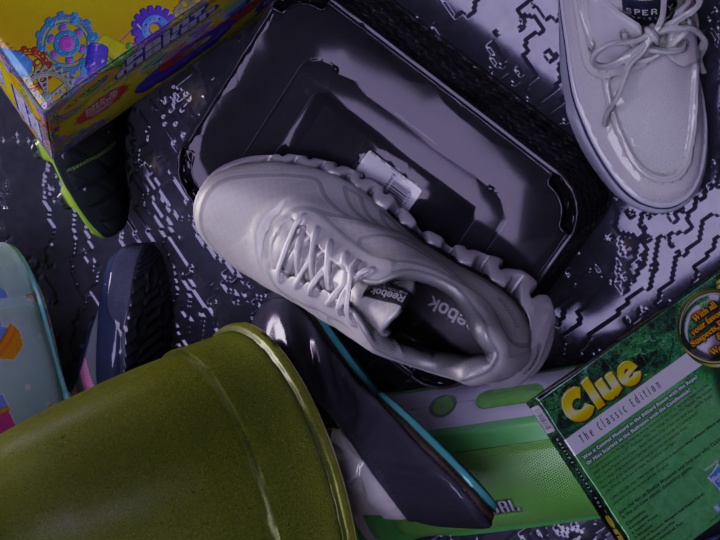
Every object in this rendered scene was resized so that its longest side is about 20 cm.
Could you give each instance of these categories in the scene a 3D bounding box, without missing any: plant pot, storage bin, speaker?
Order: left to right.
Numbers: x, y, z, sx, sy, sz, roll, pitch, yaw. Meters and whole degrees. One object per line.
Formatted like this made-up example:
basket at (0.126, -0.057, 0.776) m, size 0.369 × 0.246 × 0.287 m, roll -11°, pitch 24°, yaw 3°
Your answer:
plant pot at (-0.127, 0.147, 1.064) m, size 0.191 × 0.200 × 0.202 m, roll -14°, pitch 96°, yaw -24°
storage bin at (0.019, -0.049, 1.123) m, size 0.199 × 0.094 × 0.136 m, roll 38°, pitch 108°, yaw 10°
speaker at (0.081, 0.098, 1.130) m, size 0.198 × 0.088 × 0.089 m, roll -10°, pitch 96°, yaw 20°

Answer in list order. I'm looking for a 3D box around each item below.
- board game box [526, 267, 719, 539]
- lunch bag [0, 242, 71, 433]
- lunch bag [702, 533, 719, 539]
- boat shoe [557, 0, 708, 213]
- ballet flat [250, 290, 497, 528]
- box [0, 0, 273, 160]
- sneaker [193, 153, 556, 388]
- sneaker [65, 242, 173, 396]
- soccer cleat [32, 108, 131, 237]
board game box at (0.192, 0.055, 1.062) m, size 0.199 × 0.023 × 0.105 m, roll -33°, pitch 90°, yaw -15°
lunch bag at (-0.233, 0.097, 1.204) m, size 0.160 × 0.077 × 0.202 m, roll -25°, pitch 77°, yaw 48°
lunch bag at (0.252, 0.188, 1.060) m, size 0.199 × 0.136 × 0.133 m, roll -25°, pitch 91°, yaw 19°
boat shoe at (0.143, -0.129, 1.063) m, size 0.074 × 0.086 × 0.204 m, roll -10°, pitch 93°, yaw -9°
ballet flat at (-0.006, 0.084, 1.085) m, size 0.200 × 0.073 × 0.073 m, roll 47°, pitch 114°, yaw 41°
box at (-0.136, -0.201, 1.091) m, size 0.199 × 0.122 × 0.193 m, roll -35°, pitch 86°, yaw -11°
sneaker at (0.000, 0.000, 1.047) m, size 0.199 × 0.081 × 0.076 m, roll 25°, pitch 108°, yaw 15°
sneaker at (-0.159, 0.079, 1.216) m, size 0.081 × 0.070 × 0.202 m, roll 11°, pitch 100°, yaw 18°
soccer cleat at (-0.152, -0.121, 1.178) m, size 0.080 × 0.068 × 0.202 m, roll -13°, pitch 94°, yaw 7°
